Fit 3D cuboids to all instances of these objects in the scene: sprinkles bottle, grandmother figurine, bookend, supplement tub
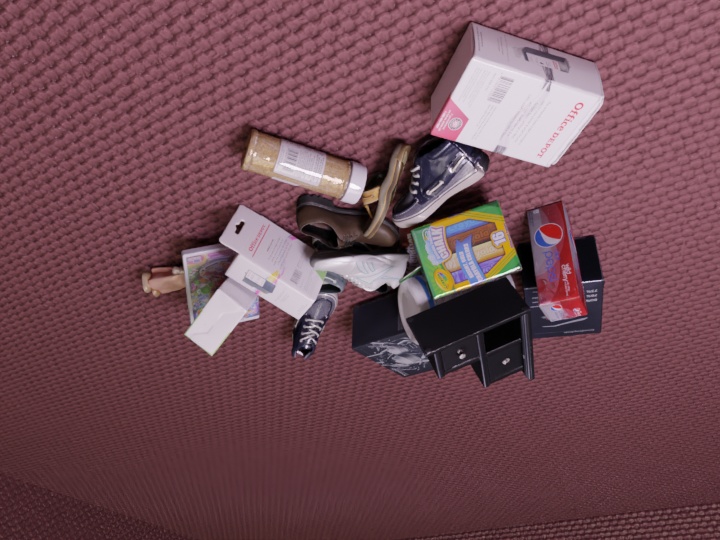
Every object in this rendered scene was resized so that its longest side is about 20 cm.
[{"bbox_3d":[-0.091,-0.168,1.094,0.198,0.069,0.068,16,143,-17],"label":"sprinkles bottle"},{"bbox_3d":[-0.344,0.010,1.379,0.198,0.061,0.121,-10,171,12],"label":"grandmother figurine"},{"bbox_3d":[0.203,0.142,1.221,0.199,0.092,0.200,-21,133,-6],"label":"bookend"},{"bbox_3d":[0.183,0.060,1.297,0.198,0.133,0.132,-12,148,-16],"label":"supplement tub"}]

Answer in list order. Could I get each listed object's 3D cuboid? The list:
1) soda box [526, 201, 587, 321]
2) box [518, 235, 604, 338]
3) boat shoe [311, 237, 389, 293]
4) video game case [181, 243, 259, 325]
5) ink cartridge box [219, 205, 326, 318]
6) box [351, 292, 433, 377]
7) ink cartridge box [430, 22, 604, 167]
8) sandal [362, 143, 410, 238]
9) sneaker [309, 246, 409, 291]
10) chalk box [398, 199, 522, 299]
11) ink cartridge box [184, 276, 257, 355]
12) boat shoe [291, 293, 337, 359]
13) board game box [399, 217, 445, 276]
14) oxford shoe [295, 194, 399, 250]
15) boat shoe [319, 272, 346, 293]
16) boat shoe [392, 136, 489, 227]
[{"bbox_3d":[0.338,-0.017,1.165,0.069,0.201,0.063,-15,143,24],"label":"soda box"},{"bbox_3d":[0.393,0.039,1.324,0.147,0.105,0.201,-6,144,12],"label":"box"},{"bbox_3d":[-0.010,-0.016,1.311,0.199,0.063,0.074,31,138,-32],"label":"boat shoe"},{"bbox_3d":[-0.274,0.031,1.339,0.142,0.018,0.201,-12,132,-20],"label":"video game case"},{"bbox_3d":[-0.165,-0.017,1.231,0.199,0.118,0.067,34,132,-12],"label":"ink cartridge box"},{"bbox_3d":[0.111,0.139,1.471,0.181,0.105,0.200,-20,142,35],"label":"box"},{"bbox_3d":[0.216,-0.243,0.954,0.198,0.085,0.146,14,144,-13],"label":"ink cartridge box"},{"bbox_3d":[0.032,-0.138,1.128,0.054,0.081,0.201,22,140,2],"label":"sandal"},{"bbox_3d":[0.000,0.000,1.238,0.199,0.070,0.081,1,107,-26],"label":"sneaker"},{"bbox_3d":[0.156,-0.025,1.160,0.198,0.125,0.125,-18,176,3],"label":"chalk box"},{"bbox_3d":[-0.246,0.060,1.274,0.067,0.200,0.117,38,107,-7],"label":"ink cartridge box"},{"bbox_3d":[-0.102,0.121,1.483,0.074,0.093,0.200,12,144,-14],"label":"boat shoe"},{"bbox_3d":[0.126,-0.033,1.314,0.102,0.020,0.201,1,145,5],"label":"board game box"},{"bbox_3d":[-0.024,-0.067,1.220,0.198,0.085,0.073,12,142,-16],"label":"oxford shoe"},{"bbox_3d":[-0.123,0.017,1.364,0.198,0.062,0.073,-1,147,7],"label":"boat shoe"},{"bbox_3d":[0.105,-0.153,1.098,0.093,0.075,0.200,35,127,-27],"label":"boat shoe"}]
